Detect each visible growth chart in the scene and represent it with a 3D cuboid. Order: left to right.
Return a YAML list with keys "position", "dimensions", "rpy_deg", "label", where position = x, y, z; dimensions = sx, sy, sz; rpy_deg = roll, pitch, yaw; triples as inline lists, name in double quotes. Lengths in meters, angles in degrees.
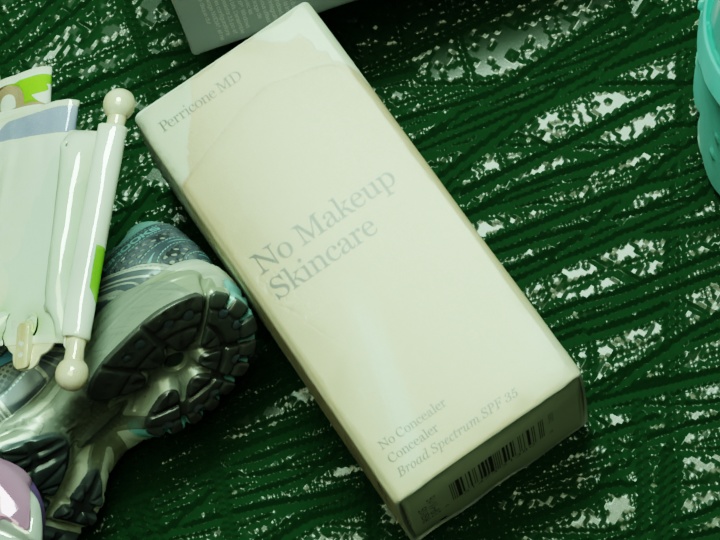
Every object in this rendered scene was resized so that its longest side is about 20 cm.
- position: [-0.171, -0.023, 0.955]
  dimensions: [0.199, 0.018, 0.146]
  rpy_deg: [0, 71, 40]
  label: "growth chart"

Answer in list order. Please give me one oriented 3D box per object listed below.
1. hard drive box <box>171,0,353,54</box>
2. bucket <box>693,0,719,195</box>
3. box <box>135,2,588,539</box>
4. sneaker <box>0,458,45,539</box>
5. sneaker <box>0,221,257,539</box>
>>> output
- position: [-0.003, -0.199, 0.980]
  dimensions: [0.199, 0.077, 0.156]
  rpy_deg: [-19, 49, 0]
  label: "hard drive box"
- position: [0.233, -0.090, 0.905]
  dimensions: [0.205, 0.135, 0.209]
  rpy_deg: [-2, 72, 7]
  label: "bucket"
- position: [0.000, 0.000, 0.938]
  dimensions: [0.095, 0.078, 0.200]
  rpy_deg: [-35, 71, -5]
  label: "box"
- position: [-0.179, 0.162, 0.893]
  dimensions: [0.080, 0.088, 0.201]
  rpy_deg: [27, 95, 12]
  label: "sneaker"
- position: [-0.134, 0.058, 0.952]
  dimensions: [0.200, 0.078, 0.086]
  rpy_deg: [-37, 42, 3]
  label: "sneaker"
